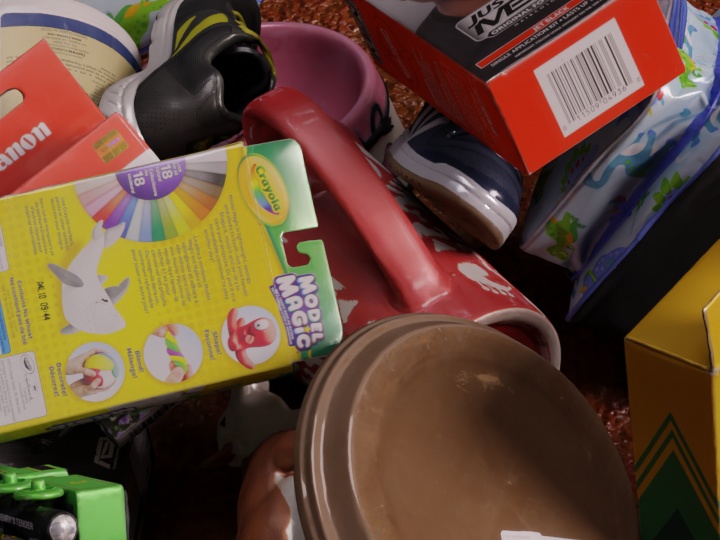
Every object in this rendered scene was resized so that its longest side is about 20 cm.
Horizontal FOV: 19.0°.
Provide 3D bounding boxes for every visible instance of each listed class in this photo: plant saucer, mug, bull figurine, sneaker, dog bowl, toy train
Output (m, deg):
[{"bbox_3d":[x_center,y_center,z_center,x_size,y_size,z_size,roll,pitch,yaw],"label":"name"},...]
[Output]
[{"bbox_3d":[0.058,0.107,1.007,0.029,0.200,0.200,-37,13,45],"label":"plant saucer"},{"bbox_3d":[-0.006,0.010,1.153,0.134,0.177,0.200,-51,49,3],"label":"mug"},{"bbox_3d":[-0.027,0.120,1.055,0.065,0.121,0.201,19,45,-27],"label":"bull figurine"},{"bbox_3d":[-0.081,-0.113,1.252,0.084,0.075,0.200,-15,27,23],"label":"sneaker"},{"bbox_3d":[-0.067,-0.084,1.357,0.199,0.074,0.201,-6,37,4],"label":"dog bowl"},{"bbox_3d":[-0.171,0.109,1.023,0.056,0.042,0.200,-6,5,-33],"label":"toy train"},{"bbox_3d":[0.072,-0.080,1.174,0.109,0.070,0.200,-50,11,4],"label":"sneaker"}]

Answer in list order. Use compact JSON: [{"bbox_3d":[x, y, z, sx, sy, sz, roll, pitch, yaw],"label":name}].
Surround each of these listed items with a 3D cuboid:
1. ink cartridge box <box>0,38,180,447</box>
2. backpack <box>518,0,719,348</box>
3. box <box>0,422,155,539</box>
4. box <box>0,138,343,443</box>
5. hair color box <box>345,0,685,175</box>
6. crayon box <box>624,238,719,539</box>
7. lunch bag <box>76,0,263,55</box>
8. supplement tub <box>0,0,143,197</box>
[{"bbox_3d":[-0.146,-0.020,1.117,0.109,0.050,0.200,-38,84,-8],"label":"ink cartridge box"},{"bbox_3d":[0.187,-0.065,1.171,0.147,0.183,0.200,34,39,-4],"label":"backpack"},{"bbox_3d":[-0.197,0.151,1.101,0.157,0.049,0.201,-3,37,7],"label":"box"},{"bbox_3d":[-0.114,0.010,1.064,0.199,0.048,0.118,-13,82,0],"label":"box"},{"bbox_3d":[0.073,-0.129,1.123,0.101,0.061,0.200,-34,30,-8],"label":"hair color box"},{"bbox_3d":[0.182,0.055,1.014,0.051,0.201,0.127,21,46,34],"label":"crayon box"},{"bbox_3d":[-0.159,-0.192,1.460,0.160,0.083,0.200,-22,14,-11],"label":"lunch bag"},{"bbox_3d":[-0.193,-0.042,1.237,0.143,0.145,0.201,-7,60,3],"label":"supplement tub"}]
